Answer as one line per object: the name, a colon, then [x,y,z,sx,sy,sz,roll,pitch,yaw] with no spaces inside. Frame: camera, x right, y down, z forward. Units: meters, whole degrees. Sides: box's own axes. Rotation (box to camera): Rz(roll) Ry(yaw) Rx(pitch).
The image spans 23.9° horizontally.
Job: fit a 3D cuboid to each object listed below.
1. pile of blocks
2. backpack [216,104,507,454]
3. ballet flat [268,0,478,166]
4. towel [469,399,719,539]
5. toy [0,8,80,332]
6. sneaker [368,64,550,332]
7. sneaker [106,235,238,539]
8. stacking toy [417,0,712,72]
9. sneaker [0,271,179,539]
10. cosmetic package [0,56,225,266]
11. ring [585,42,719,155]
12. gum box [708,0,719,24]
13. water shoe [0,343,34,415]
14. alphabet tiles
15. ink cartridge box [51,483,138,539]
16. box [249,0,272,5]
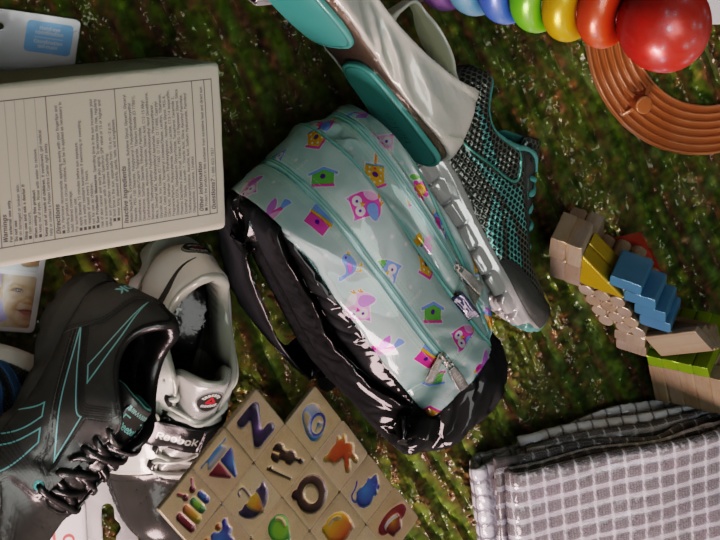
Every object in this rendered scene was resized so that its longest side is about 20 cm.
pile of blocks: [0.207,0.017,1.180,0.200,0.082,0.063,46,57,-29]
backpack: [0.000,0.000,1.064,0.127,0.166,0.201,-43,121,-17]
ballet flat: [0.003,-0.147,1.005,0.069,0.069,0.200,-43,122,1]
towel: [0.184,0.189,1.233,0.198,0.086,0.167,-13,112,-13]
toy: [-0.235,-0.055,1.023,0.114,0.047,0.202,5,108,-22]
sneaker: [0.089,-0.048,1.121,0.091,0.078,0.201,-35,118,-7]
sneaker: [-0.116,0.084,1.074,0.073,0.088,0.203,-2,102,-26]
stacking toy: [0.114,-0.169,0.994,0.085,0.199,0.086,-43,148,-37]
sneaker: [-0.173,0.098,1.011,0.075,0.079,0.202,39,70,-60]
cosmetic package: [-0.179,-0.064,0.982,0.198,0.073,0.105,-10,105,-37]
ring: [0.245,-0.174,1.154,0.198,0.019,0.203,-6,111,-16]
gum box: [0.201,-0.216,1.077,0.197,0.066,0.115,-2,105,-10]
water shoe: [-0.249,0.080,1.026,0.071,0.080,0.200,-23,142,29]
alphabet tiles: [-0.044,0.180,1.097,0.167,0.006,0.201,-51,122,-25]
ink cartridge box: [-0.237,0.194,1.105,0.198,0.067,0.117,-7,112,-16]
box: [-0.012,-0.259,0.991,0.109,0.035,0.202,-12,126,-31]
